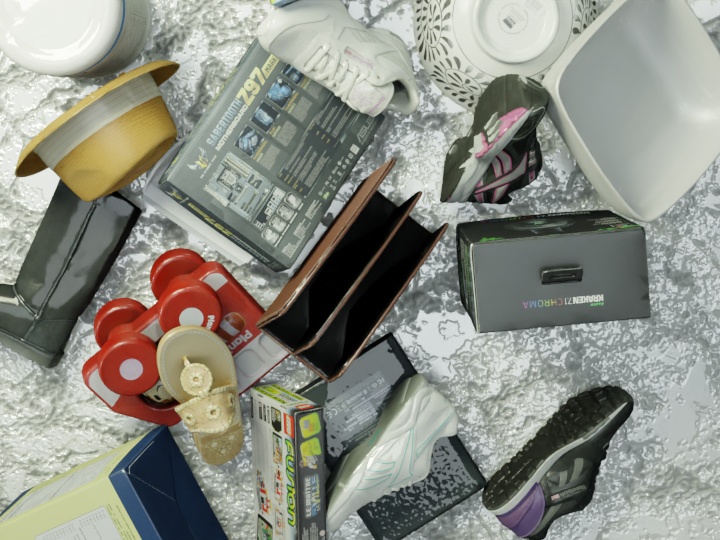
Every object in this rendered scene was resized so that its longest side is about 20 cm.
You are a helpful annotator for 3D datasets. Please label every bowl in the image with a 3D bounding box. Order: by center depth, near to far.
[{"bbox_3d":[0.280,-0.172,1.353,0.200,0.075,0.200,-45,110,-19],"label":"bowl"},{"bbox_3d":[0.156,-0.258,1.364,0.199,0.094,0.202,0,99,0],"label":"bowl"}]

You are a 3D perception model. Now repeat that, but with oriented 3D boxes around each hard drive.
[{"bbox_3d":[0.029,0.189,1.455,0.139,0.033,0.201,-32,96,4],"label":"hard drive"}]

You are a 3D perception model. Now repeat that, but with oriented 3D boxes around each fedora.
[{"bbox_3d":[-0.250,-0.131,1.331,0.200,0.201,0.082,-34,93,4],"label":"fedora"}]

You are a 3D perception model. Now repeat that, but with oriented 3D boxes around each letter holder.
[{"bbox_3d":[0.000,0.000,1.343,0.100,0.142,0.200,37,74,-5],"label":"letter holder"}]

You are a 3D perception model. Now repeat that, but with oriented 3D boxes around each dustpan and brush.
[{"bbox_3d":[-0.121,-0.125,1.396,0.139,0.057,0.201,34,67,-3],"label":"dustpan and brush"}]

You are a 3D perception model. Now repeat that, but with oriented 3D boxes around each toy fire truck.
[{"bbox_3d":[-0.187,0.088,1.411,0.200,0.112,0.168,-41,116,4],"label":"toy fire truck"}]

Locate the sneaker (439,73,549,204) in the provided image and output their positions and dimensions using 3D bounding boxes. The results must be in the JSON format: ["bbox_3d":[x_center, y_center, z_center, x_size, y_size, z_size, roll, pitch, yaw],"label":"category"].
[{"bbox_3d":[0.154,-0.130,1.353,0.086,0.200,0.081,10,66,-14],"label":"sneaker"}]

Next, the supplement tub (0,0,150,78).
[{"bbox_3d":[-0.286,-0.257,1.309,0.131,0.200,0.133,0,98,-1],"label":"supplement tub"}]

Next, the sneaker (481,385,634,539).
[{"bbox_3d":[0.232,0.213,1.450,0.200,0.076,0.088,-43,110,9],"label":"sneaker"}]

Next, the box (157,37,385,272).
[{"bbox_3d":[-0.090,-0.124,1.358,0.157,0.051,0.201,36,73,-16],"label":"box"}]

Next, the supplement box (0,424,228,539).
[{"bbox_3d":[-0.263,0.308,1.400,0.199,0.134,0.201,-25,97,16],"label":"supplement box"}]

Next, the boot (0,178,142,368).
[{"bbox_3d":[-0.349,-0.020,1.408,0.164,0.066,0.201,28,100,-12],"label":"boot"}]

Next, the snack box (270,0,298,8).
[{"bbox_3d":[-0.089,-0.364,1.311,0.067,0.169,0.201,-20,98,6],"label":"snack box"}]

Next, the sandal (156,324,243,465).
[{"bbox_3d":[-0.150,0.147,1.373,0.077,0.070,0.212,-25,138,-14],"label":"sandal"}]

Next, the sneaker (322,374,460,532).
[{"bbox_3d":[0.029,0.210,1.407,0.080,0.070,0.201,37,100,-16],"label":"sneaker"}]

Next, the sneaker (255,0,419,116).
[{"bbox_3d":[-0.013,-0.211,1.323,0.199,0.100,0.075,11,137,-40],"label":"sneaker"}]

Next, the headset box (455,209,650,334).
[{"bbox_3d":[0.191,-0.001,1.346,0.173,0.200,0.093,-5,98,1],"label":"headset box"}]

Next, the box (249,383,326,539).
[{"bbox_3d":[-0.078,0.233,1.417,0.035,0.110,0.202,-7,103,-30],"label":"box"}]
